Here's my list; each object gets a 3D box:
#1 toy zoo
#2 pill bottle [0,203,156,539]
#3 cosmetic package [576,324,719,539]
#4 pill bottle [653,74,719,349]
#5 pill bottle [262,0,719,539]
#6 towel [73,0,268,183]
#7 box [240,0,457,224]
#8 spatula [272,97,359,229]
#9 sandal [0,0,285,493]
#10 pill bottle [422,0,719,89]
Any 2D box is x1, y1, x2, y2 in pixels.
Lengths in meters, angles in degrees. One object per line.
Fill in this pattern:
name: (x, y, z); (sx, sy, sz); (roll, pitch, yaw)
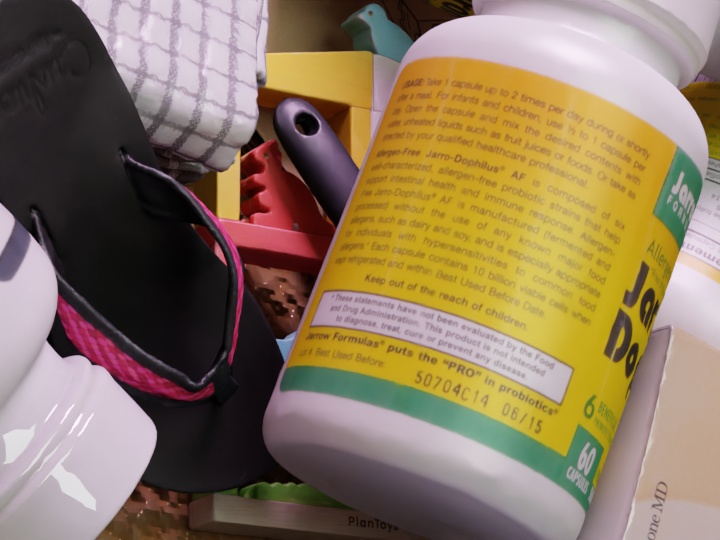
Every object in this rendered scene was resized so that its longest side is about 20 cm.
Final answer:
toy zoo: (0.000, 0.000, 1.025); (0.131, 0.020, 0.201); (9, 72, -30)
pill bottle: (-0.161, 0.011, 0.839); (0.200, 0.119, 0.120); (46, 48, -15)
cosmetic package: (0.155, 0.109, 0.993); (0.199, 0.071, 0.106); (26, 65, -24)
pill bottle: (0.133, 0.002, 1.102); (0.104, 0.104, 0.200); (43, 57, -18)
pill bottle: (0.051, -0.014, 0.947); (0.112, 0.113, 0.201); (29, 73, -28)
towel: (-0.112, -0.132, 0.967); (0.165, 0.085, 0.201); (17, 59, -32)
box: (0.025, -0.076, 1.108); (0.164, 0.021, 0.200); (54, 47, -8)
spatula: (0.025, 0.025, 1.008); (0.056, 0.021, 0.201); (-32, 94, -33)
sandal: (-0.073, 0.000, 0.902); (0.075, 0.045, 0.201); (-43, 127, -23)
pill bottle: (0.083, -0.134, 1.053); (0.199, 0.112, 0.112); (25, 53, -2)
